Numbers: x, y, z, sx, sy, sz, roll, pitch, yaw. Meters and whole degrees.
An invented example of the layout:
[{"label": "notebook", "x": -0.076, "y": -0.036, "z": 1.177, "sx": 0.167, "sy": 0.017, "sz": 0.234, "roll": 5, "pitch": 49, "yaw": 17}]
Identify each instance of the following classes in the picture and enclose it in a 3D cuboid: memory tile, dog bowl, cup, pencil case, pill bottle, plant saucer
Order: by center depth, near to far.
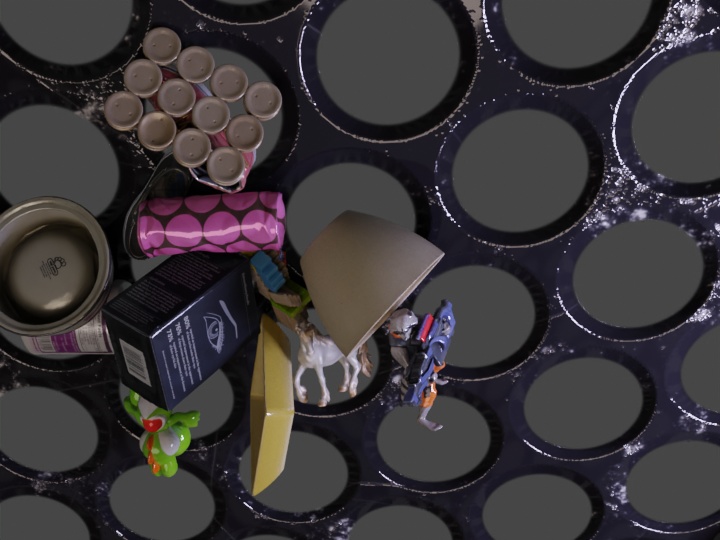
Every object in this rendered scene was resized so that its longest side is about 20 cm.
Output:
[{"label": "memory tile", "x": -0.216, "y": -0.212, "z": 1.340, "sx": 0.199, "sy": 0.017, "sz": 0.154, "roll": 28, "pitch": 78, "yaw": -4}, {"label": "pencil case", "x": -0.201, "y": -0.058, "z": 1.411, "sx": 0.198, "sy": 0.092, "sz": 0.094, "roll": -1, "pitch": 168, "yaw": -2}, {"label": "cup", "x": 0.000, "y": 0.000, "z": 1.448, "sx": 0.143, "sy": 0.200, "sz": 0.200, "roll": 44, "pitch": 118, "yaw": 5}, {"label": "dog bowl", "x": -0.441, "y": 0.002, "z": 1.469, "sx": 0.198, "sy": 0.202, "sz": 0.074, "roll": -2, "pitch": 165, "yaw": 4}, {"label": "pill bottle", "x": -0.395, "y": 0.069, "z": 1.544, "sx": 0.198, "sy": 0.113, "sz": 0.113, "roll": -1, "pitch": 123, "yaw": 3}, {"label": "plant saucer", "x": -0.133, "y": 0.202, "z": 1.553, "sx": 0.048, "sy": 0.201, "sz": 0.201, "roll": 4, "pitch": 133, "yaw": -11}]

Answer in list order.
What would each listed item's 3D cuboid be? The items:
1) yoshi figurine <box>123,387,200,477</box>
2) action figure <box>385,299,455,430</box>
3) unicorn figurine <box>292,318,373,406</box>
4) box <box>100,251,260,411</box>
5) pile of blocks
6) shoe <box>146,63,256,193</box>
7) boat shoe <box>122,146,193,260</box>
[{"label": "yoshi figurine", "x": -0.320, "y": 0.231, "z": 1.674, "sx": 0.111, "sy": 0.112, "sz": 0.202, "roll": -16, "pitch": 114, "yaw": -34}, {"label": "action figure", "x": 0.077, "y": 0.145, "z": 1.533, "sx": 0.104, "sy": 0.200, "sz": 0.195, "roll": 0, "pitch": 125, "yaw": 27}, {"label": "unicorn figurine", "x": -0.053, "y": 0.128, "z": 1.535, "sx": 0.073, "sy": 0.200, "sz": 0.139, "roll": 4, "pitch": 102, "yaw": 25}, {"label": "box", "x": -0.249, "y": 0.071, "z": 1.468, "sx": 0.104, "sy": 0.200, "sz": 0.149, "roll": 24, "pitch": 137, "yaw": 30}, {"label": "pile of blocks", "x": -0.117, "y": 0.006, "z": 1.510, "sx": 0.082, "sy": 0.062, "sz": 0.201, "roll": 14, "pitch": 143, "yaw": 51}, {"label": "shoe", "x": -0.221, "y": -0.190, "z": 1.376, "sx": 0.071, "sy": 0.091, "sz": 0.200, "roll": -36, "pitch": 114, "yaw": 23}, {"label": "boat shoe", "x": -0.291, "y": -0.087, "z": 1.468, "sx": 0.068, "sy": 0.057, "sz": 0.201, "roll": 24, "pitch": 121, "yaw": -13}]
